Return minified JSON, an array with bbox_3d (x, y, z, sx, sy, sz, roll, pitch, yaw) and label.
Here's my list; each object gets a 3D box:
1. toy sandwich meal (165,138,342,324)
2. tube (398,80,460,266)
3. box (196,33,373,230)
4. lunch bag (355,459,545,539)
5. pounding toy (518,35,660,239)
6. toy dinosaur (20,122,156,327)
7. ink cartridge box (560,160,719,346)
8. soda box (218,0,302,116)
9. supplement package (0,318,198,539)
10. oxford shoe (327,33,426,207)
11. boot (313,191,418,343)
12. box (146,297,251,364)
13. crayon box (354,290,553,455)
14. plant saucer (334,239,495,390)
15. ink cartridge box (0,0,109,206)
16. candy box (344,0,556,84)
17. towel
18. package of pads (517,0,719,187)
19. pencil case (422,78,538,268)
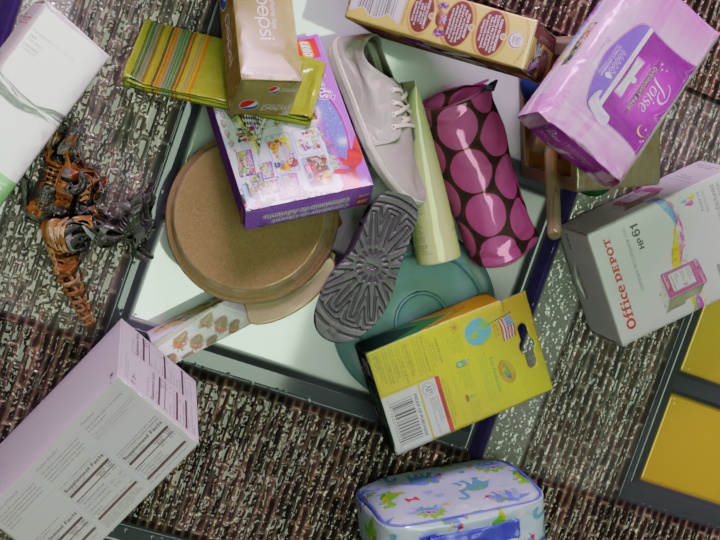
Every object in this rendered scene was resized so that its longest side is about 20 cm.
[{"bbox_3d":[-0.108,-0.048,1.519,0.203,0.070,0.207,-1,80,3],"label":"toy sandwich meal"},{"bbox_3d":[0.067,-0.107,1.565,0.058,0.052,0.202,-9,99,29],"label":"tube"},{"bbox_3d":[-0.081,-0.146,1.482,0.136,0.039,0.201,-12,62,-13],"label":"box"},{"bbox_3d":[0.100,0.279,1.604,0.198,0.161,0.083,-9,101,-16],"label":"lunch bag"},{"bbox_3d":[0.234,-0.151,1.559,0.141,0.184,0.202,-5,101,-15],"label":"pounding toy"},{"bbox_3d":[-0.284,-0.051,1.488,0.134,0.102,0.202,-2,118,-1],"label":"toy dinosaur"},{"bbox_3d":[0.349,-0.020,1.667,0.199,0.085,0.146,-24,105,-10],"label":"ink cartridge box"},{"bbox_3d":[-0.105,-0.258,1.450,0.063,0.068,0.202,0,65,-17],"label":"soda box"},{"bbox_3d":[-0.272,0.177,1.462,0.200,0.156,0.111,-44,109,8],"label":"supplement package"},{"bbox_3d":[0.028,-0.162,1.508,0.057,0.075,0.202,-25,84,22],"label":"oxford shoe"},{"bbox_3d":[0.001,-0.001,1.492,0.065,0.200,0.166,31,86,-5],"label":"boot"},{"bbox_3d":[-0.136,0.042,1.558,0.199,0.041,0.039,-27,106,-10],"label":"box"},{"bbox_3d":[0.106,0.110,1.608,0.198,0.051,0.128,-20,104,-12],"label":"crayon box"},{"bbox_3d":[0.066,0.054,1.627,0.198,0.027,0.202,-3,99,-17],"label":"plant saucer"},{"bbox_3d":[-0.341,-0.160,1.408,0.084,0.146,0.201,37,88,-20],"label":"ink cartridge box"},{"bbox_3d":[0.096,-0.252,1.489,0.198,0.117,0.057,18,95,17],"label":"candy box"},{"bbox_3d":[-0.139,-0.205,1.476,0.198,0.018,0.087,12,60,0],"label":"towel"},{"bbox_3d":[0.263,-0.197,1.446,0.120,0.076,0.201,37,81,-12],"label":"package of pads"},{"bbox_3d":[0.137,-0.108,1.593,0.094,0.090,0.202,-35,113,-47],"label":"pencil case"}]
